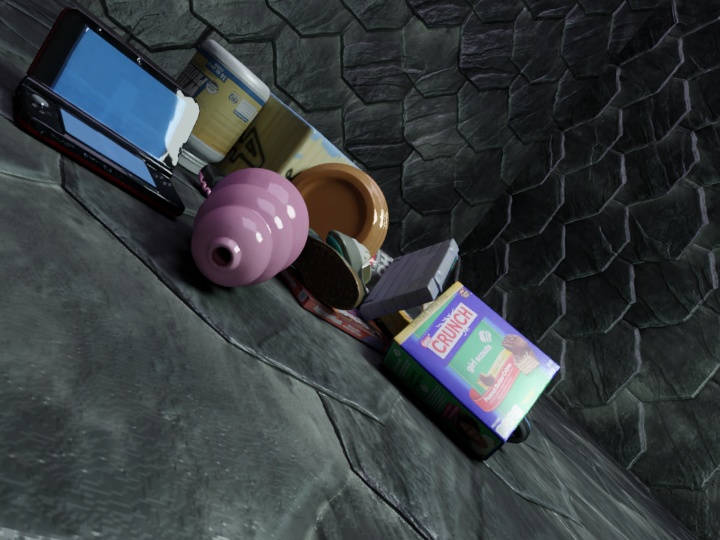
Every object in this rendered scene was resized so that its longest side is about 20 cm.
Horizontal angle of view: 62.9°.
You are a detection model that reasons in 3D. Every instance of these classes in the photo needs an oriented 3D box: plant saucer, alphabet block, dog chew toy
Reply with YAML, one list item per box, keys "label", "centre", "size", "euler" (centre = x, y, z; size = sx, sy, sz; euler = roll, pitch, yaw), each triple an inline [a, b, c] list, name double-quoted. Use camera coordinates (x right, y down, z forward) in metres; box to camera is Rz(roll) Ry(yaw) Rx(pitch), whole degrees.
- label: "plant saucer"
  centre: [-0.051, -0.093, 1.008]
  size: [0.200, 0.200, 0.037]
  euler: [41, -7, 12]
- label: "alphabet block"
  centre: [-0.149, -0.193, 1.146]
  size: [0.196, 0.201, 0.195]
  euler: [44, 8, 37]
- label: "dog chew toy"
  centre: [-0.123, -0.041, 0.633]
  size: [0.124, 0.125, 0.200]
  euler: [39, 14, -8]

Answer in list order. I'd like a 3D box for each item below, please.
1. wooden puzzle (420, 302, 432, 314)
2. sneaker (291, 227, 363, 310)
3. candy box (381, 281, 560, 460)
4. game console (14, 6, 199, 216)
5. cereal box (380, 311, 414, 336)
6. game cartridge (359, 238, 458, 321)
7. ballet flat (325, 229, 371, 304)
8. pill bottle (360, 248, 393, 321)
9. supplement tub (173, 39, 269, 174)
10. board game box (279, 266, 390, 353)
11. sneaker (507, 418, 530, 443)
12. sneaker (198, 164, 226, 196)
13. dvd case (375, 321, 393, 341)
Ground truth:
- label: "wooden puzzle"
  centre: [0.174, 0.123, 1.098]
  size: [0.185, 0.046, 0.200]
  euler: [39, 6, 1]
- label: "sneaker"
  centre: [-0.063, -0.018, 0.858]
  size: [0.200, 0.067, 0.090]
  euler: [39, 11, 17]
- label: "candy box"
  centre: [0.158, 0.136, 0.847]
  size: [0.200, 0.169, 0.077]
  euler: [40, -38, 17]
- label: "game console"
  centre: [-0.276, -0.184, 0.689]
  size: [0.199, 0.119, 0.172]
  euler: [34, 8, -41]
- label: "cereal box"
  centre: [0.124, 0.137, 1.027]
  size: [0.199, 0.040, 0.144]
  euler: [38, 6, -29]
- label: "game cartridge"
  centre: [0.088, 0.013, 0.972]
  size: [0.039, 0.128, 0.200]
  euler: [67, 28, -16]
- label: "ballet flat"
  centre: [-0.014, -0.010, 0.933]
  size: [0.068, 0.063, 0.201]
  euler: [50, -19, 28]
- label: "pill bottle"
  centre: [0.000, 0.000, 1.097]
  size: [0.199, 0.111, 0.111]
  euler: [37, 7, -25]
- label: "supplement tub"
  centre: [-0.273, -0.287, 1.053]
  size: [0.144, 0.201, 0.145]
  euler: [39, 6, -4]
- label: "board game box"
  centre: [-0.033, 0.062, 0.891]
  size: [0.199, 0.019, 0.103]
  euler: [35, 9, -41]
- label: "sneaker"
  centre: [0.185, 0.220, 0.915]
  size: [0.199, 0.071, 0.083]
  euler: [36, 20, -19]
- label: "sneaker"
  centre: [-0.176, -0.120, 0.960]
  size: [0.199, 0.096, 0.079]
  euler: [40, 8, 10]
- label: "dvd case"
  centre: [0.112, 0.164, 1.052]
  size: [0.200, 0.018, 0.143]
  euler: [43, 7, 15]
